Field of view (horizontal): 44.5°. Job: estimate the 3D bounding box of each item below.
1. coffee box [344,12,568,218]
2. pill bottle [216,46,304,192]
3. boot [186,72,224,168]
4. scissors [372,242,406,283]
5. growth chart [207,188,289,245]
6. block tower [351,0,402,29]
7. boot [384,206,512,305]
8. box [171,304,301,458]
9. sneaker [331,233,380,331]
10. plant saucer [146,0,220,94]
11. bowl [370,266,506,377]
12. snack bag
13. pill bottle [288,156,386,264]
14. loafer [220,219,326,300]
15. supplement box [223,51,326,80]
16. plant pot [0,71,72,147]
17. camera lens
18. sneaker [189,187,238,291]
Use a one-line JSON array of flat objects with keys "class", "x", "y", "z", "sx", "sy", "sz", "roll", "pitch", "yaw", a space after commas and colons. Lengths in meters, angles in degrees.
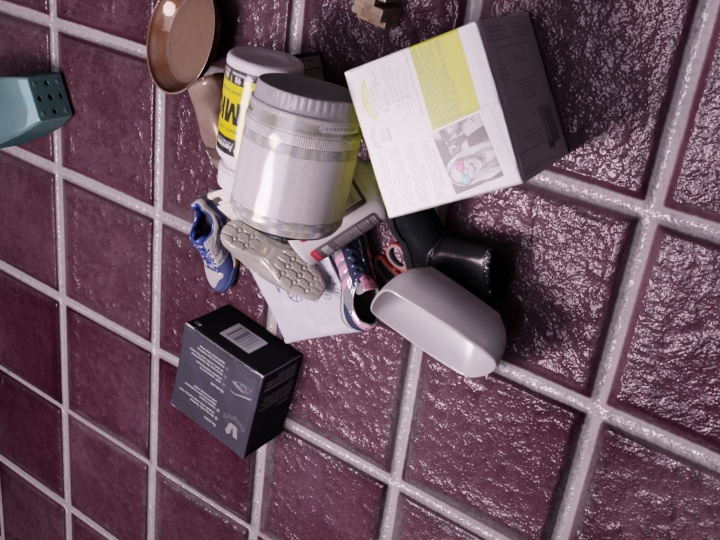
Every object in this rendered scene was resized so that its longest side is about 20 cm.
[{"class": "coffee box", "x": 0.130, "y": -0.204, "z": 1.157, "sx": 0.197, "sy": 0.200, "sz": 0.201, "roll": -13, "pitch": 99, "yaw": 33}, {"class": "pill bottle", "x": -0.152, "y": -0.217, "z": 1.300, "sx": 0.114, "sy": 0.114, "sz": 0.201, "roll": 26, "pitch": 119, "yaw": 27}, {"class": "boot", "x": -0.236, "y": -0.242, "z": 1.464, "sx": 0.200, "sy": 0.070, "sz": 0.147, "roll": -152, "pitch": 48, "yaw": -80}, {"class": "scissors", "x": 0.099, "y": 0.035, "z": 1.405, "sx": 0.200, "sy": 0.014, "sz": 0.073, "roll": 45, "pitch": 125, "yaw": 14}, {"class": "growth chart", "x": -0.159, "y": -0.086, "z": 1.474, "sx": 0.144, "sy": 0.018, "sz": 0.200, "roll": -4, "pitch": 147, "yaw": 34}, {"class": "block tower", "x": 0.044, "y": -0.445, "z": 1.238, "sx": 0.058, "sy": 0.054, "sz": 0.201, "roll": 30, "pitch": 123, "yaw": 24}, {"class": "boot", "x": 0.129, "y": -0.037, "z": 1.280, "sx": 0.162, "sy": 0.073, "sz": 0.199, "roll": 22, "pitch": 146, "yaw": 38}, {"class": "box", "x": -0.236, "y": 0.205, "z": 1.653, "sx": 0.196, "sy": 0.117, "sz": 0.201, "roll": 31, "pitch": 122, "yaw": 24}, {"class": "sneaker", "x": 0.000, "y": 0.000, "z": 1.409, "sx": 0.082, "sy": 0.070, "sz": 0.201, "roll": 11, "pitch": 114, "yaw": 65}, {"class": "plant saucer", "x": -0.295, "y": -0.397, "z": 1.495, "sx": 0.200, "sy": 0.037, "sz": 0.201, "roll": -2, "pitch": 87, "yaw": 44}, {"class": "bowl", "x": 0.122, "y": 0.070, "z": 1.293, "sx": 0.200, "sy": 0.075, "sz": 0.200, "roll": 35, "pitch": 166, "yaw": 1}, {"class": "snack bag", "x": -0.103, "y": 0.038, "z": 1.530, "sx": 0.200, "sy": 0.021, "sz": 0.189, "roll": -12, "pitch": 111, "yaw": 40}, {"class": "pill bottle", "x": -0.021, "y": -0.104, "z": 1.338, "sx": 0.200, "sy": 0.111, "sz": 0.111, "roll": -32, "pitch": 86, "yaw": 9}, {"class": "loafer", "x": -0.145, "y": -0.015, "z": 1.473, "sx": 0.200, "sy": 0.070, "sz": 0.070, "roll": 36, "pitch": 167, "yaw": 3}, {"class": "supplement box", "x": -0.121, "y": -0.236, "z": 1.410, "sx": 0.131, "sy": 0.103, "sz": 0.201, "roll": -2, "pitch": 105, "yaw": 38}, {"class": "plant pot", "x": -0.697, "y": -0.332, "z": 1.793, "sx": 0.199, "sy": 0.141, "sz": 0.142, "roll": -6, "pitch": 103, "yaw": 31}, {"class": "camera lens", "x": -0.086, "y": -0.151, "z": 1.197, "sx": 0.160, "sy": 0.160, "sz": 0.201, "roll": 26, "pitch": 114, "yaw": 27}, {"class": "sneaker", "x": -0.278, "y": -0.049, "z": 1.610, "sx": 0.075, "sy": 0.088, "sz": 0.201, "roll": 14, "pitch": 116, "yaw": 31}]
